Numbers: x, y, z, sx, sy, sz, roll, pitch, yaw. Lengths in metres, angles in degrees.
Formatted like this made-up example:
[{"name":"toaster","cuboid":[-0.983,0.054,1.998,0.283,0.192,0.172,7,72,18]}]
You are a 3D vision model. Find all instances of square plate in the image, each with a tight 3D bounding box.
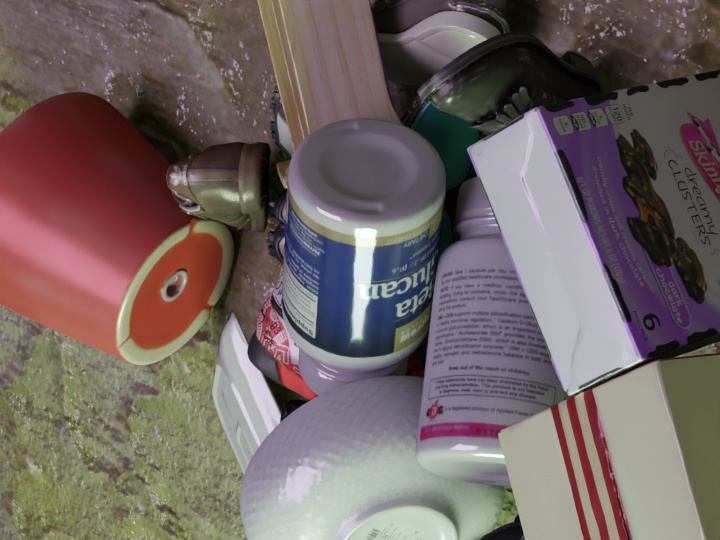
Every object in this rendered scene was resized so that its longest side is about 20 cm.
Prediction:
[{"name":"square plate","cuboid":[-0.078,0.151,1.958,0.200,0.028,0.199,110,136,-73]}]

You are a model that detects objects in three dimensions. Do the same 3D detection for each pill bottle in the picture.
[{"name":"pill bottle","cuboid":[0.104,0.042,1.662,0.113,0.113,0.202,-11,67,50]},{"name":"pill bottle","cuboid":[0.000,0.000,1.704,0.111,0.111,0.201,43,146,32]}]

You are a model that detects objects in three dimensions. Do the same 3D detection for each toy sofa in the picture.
[{"name":"toy sofa","cuboid":[-0.033,-0.167,1.738,0.083,0.097,0.201,-124,21,-78]}]

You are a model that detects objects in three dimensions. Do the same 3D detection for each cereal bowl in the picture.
[{"name":"cereal bowl","cuboid":[0.016,0.178,1.741,0.084,0.199,0.201,-112,33,-47]}]

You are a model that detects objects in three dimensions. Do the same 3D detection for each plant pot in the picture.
[{"name":"plant pot","cuboid":[-0.216,-0.025,2.020,0.177,0.200,0.202,33,126,27]}]

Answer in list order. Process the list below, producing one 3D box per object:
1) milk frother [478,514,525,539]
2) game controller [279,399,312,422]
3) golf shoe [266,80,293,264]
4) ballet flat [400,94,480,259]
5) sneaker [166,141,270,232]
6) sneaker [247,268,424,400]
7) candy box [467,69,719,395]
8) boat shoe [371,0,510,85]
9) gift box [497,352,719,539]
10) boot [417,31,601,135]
[{"name":"milk frother","cuboid":[0.170,0.240,1.696,0.188,0.200,0.181,47,-175,-23]},{"name":"game controller","cuboid":[0.012,0.171,1.846,0.104,0.042,0.200,3,142,33]},{"name":"golf shoe","cuboid":[-0.017,-0.085,1.851,0.094,0.078,0.201,24,129,32]},{"name":"ballet flat","cuboid":[0.047,-0.062,1.791,0.075,0.067,0.201,-123,33,-60]},{"name":"sneaker","cuboid":[-0.110,-0.072,1.886,0.200,0.075,0.071,99,174,-84]},{"name":"sneaker","cuboid":[0.013,0.065,1.830,0.201,0.067,0.108,30,117,14]},{"name":"candy box","cuboid":[0.183,-0.029,1.523,0.071,0.199,0.169,-29,80,44]},{"name":"boat shoe","cuboid":[0.048,-0.180,1.744,0.201,0.072,0.061,-5,62,62]},{"name":"gift box","cuboid":[0.210,0.166,1.515,0.200,0.183,0.188,-34,66,52]},{"name":"boot","cuboid":[0.137,-0.064,1.586,0.069,0.199,0.175,-37,66,34]}]
